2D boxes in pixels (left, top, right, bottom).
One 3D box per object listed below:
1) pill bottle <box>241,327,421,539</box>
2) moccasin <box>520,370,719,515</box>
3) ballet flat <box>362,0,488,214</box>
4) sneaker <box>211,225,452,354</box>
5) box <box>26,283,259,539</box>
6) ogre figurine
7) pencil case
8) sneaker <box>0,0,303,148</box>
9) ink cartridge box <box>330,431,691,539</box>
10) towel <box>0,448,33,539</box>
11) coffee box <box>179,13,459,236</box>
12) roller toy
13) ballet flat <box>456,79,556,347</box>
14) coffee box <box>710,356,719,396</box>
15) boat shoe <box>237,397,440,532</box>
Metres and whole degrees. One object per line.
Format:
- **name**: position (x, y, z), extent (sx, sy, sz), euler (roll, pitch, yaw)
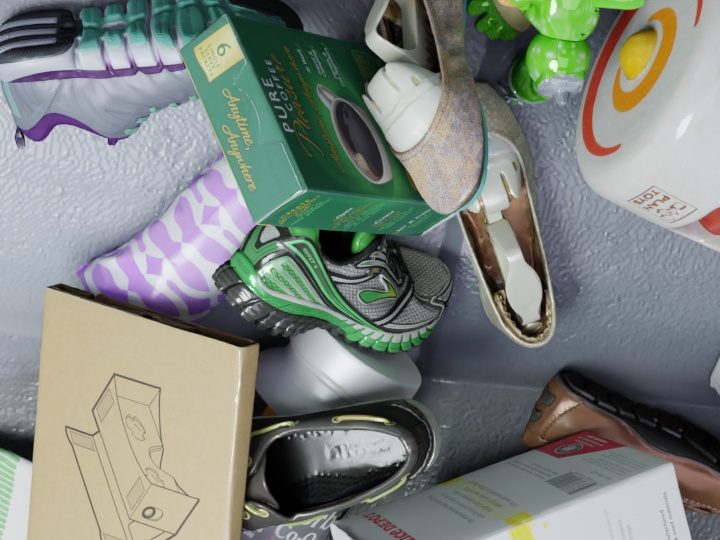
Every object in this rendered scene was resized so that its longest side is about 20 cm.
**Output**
- **pill bottle**: position (-0.052, 0.126, 1.347), extent (0.116, 0.117, 0.200), euler (30, 105, -19)
- **moccasin**: position (0.211, 0.147, 1.419), extent (0.200, 0.074, 0.078), euler (23, 107, -16)
- **ballet flat**: position (0.033, -0.119, 1.218), extent (0.067, 0.201, 0.068), euler (23, 130, -28)
- **sneaker**: position (0.000, 0.000, 1.282), extent (0.199, 0.078, 0.085), euler (6, 129, -52)
- **box**: position (-0.142, 0.123, 1.261), extent (0.163, 0.021, 0.202), euler (15, 106, 30)
- **ogre figurine**: position (0.124, -0.191, 1.238), extent (0.098, 0.120, 0.201), euler (21, 108, -17)
- **pencil case**: position (-0.094, -0.035, 1.293), extent (0.200, 0.084, 0.086), euler (-43, 74, 8)
- **sneaker**: position (-0.133, -0.126, 1.263), extent (0.198, 0.075, 0.088), euler (-4, 129, 2)
- **ink cartridge box**: position (0.098, 0.184, 1.291), extent (0.199, 0.145, 0.084), euler (-18, 100, -15)
- **towel**: position (-0.231, 0.205, 1.351), extent (0.199, 0.023, 0.153), euler (23, 110, 17)
- **coffee box**: position (-0.020, -0.085, 1.205), extent (0.044, 0.200, 0.124), euler (-31, 75, 26)
- **roller toy**: position (0.226, -0.112, 1.250), extent (0.139, 0.200, 0.183), euler (23, 113, -17)
- **ballet flat**: position (0.096, -0.038, 1.330), extent (0.067, 0.062, 0.201), euler (-22, 114, 0)
- **coffee box**: position (0.390, 0.065, 1.345), extent (0.199, 0.200, 0.199), euler (17, 110, -16)
- **boat shoe**: position (-0.050, 0.127, 1.255), extent (0.200, 0.061, 0.072), euler (-17, 91, 16)
